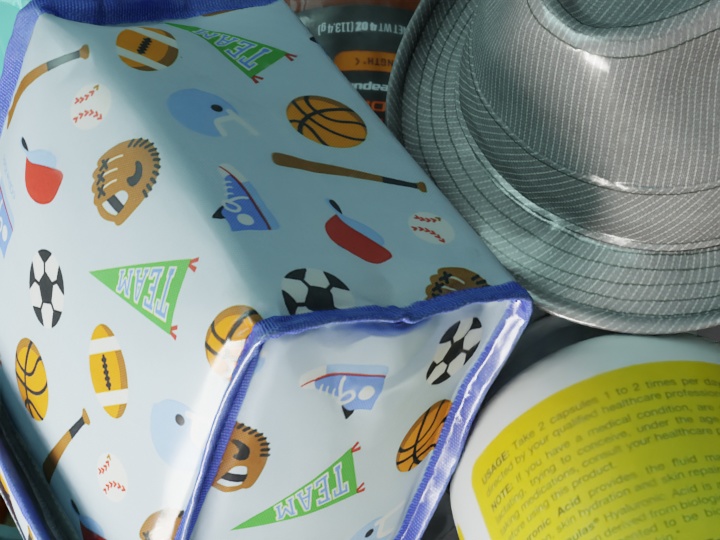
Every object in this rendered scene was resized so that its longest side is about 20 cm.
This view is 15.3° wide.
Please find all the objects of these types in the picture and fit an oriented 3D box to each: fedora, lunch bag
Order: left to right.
[{"bbox_3d":[-0.061,0.037,0.858,0.170,0.123,0.201,55,136,37],"label":"lunch bag"},{"bbox_3d":[0.101,-0.087,0.833,0.177,0.091,0.200,37,64,27],"label":"fedora"}]

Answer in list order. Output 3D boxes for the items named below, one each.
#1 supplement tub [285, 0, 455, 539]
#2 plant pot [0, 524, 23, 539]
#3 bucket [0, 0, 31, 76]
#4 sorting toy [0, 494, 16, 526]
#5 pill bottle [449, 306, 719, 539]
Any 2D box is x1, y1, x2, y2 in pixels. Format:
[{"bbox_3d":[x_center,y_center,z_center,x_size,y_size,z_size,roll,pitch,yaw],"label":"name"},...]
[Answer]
[{"bbox_3d":[0.000,0.000,0.974,0.107,0.107,0.201,-25,52,35],"label":"supplement tub"},{"bbox_3d":[-0.124,0.228,0.911,0.201,0.195,0.197,-55,39,23],"label":"plant pot"},{"bbox_3d":[-0.151,-0.061,1.010,0.134,0.208,0.208,-20,47,0],"label":"bucket"},{"bbox_3d":[-0.179,0.152,1.125,0.200,0.036,0.186,-40,44,22],"label":"sorting toy"},{"bbox_3d":[0.090,0.089,0.821,0.111,0.111,0.201,-40,44,22],"label":"pill bottle"}]
